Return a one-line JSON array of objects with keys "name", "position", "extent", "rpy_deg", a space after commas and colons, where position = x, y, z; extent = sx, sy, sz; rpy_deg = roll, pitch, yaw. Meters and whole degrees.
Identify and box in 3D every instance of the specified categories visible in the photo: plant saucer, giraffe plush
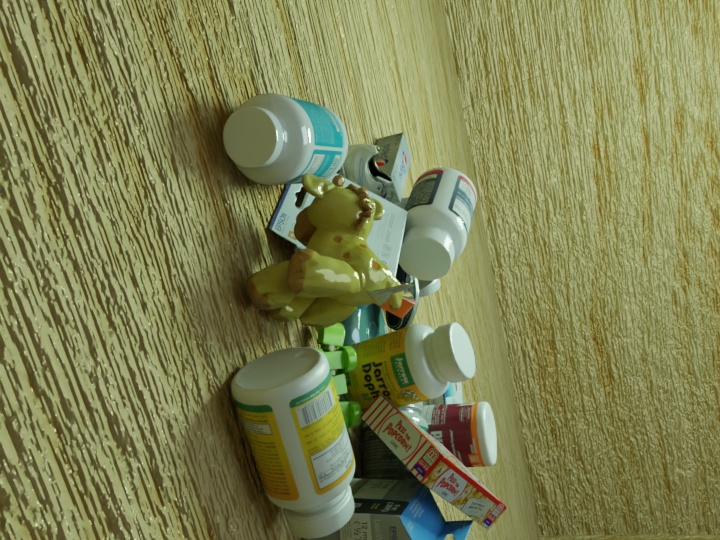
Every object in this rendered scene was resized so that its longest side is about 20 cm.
[{"name": "plant saucer", "position": [0.014, 0.124, 1.136], "extent": [0.200, 0.027, 0.200], "rpy_deg": [-8, 90, -70]}, {"name": "giraffe plush", "position": [-0.037, -0.033, 0.799], "extent": [0.173, 0.200, 0.162], "rpy_deg": [45, 36, -62]}]

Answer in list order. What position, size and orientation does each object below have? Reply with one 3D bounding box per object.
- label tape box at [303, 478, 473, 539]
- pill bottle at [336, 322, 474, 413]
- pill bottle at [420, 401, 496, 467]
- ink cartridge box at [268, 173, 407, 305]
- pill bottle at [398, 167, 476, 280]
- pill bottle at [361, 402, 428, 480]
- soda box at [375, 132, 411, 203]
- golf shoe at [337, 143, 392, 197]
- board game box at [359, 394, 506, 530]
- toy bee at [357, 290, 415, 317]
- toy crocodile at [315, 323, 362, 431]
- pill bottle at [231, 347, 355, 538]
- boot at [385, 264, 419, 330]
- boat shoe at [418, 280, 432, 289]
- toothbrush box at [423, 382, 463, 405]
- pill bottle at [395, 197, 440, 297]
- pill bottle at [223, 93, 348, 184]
[{"name": "label tape box", "position": [0.041, 0.333, 0.855], "extent": [0.143, 0.200, 0.066], "rpy_deg": [1, 83, -71]}, {"name": "pill bottle", "position": [0.065, 0.147, 0.957], "extent": [0.113, 0.200, 0.113], "rpy_deg": [41, 39, -44]}, {"name": "pill bottle", "position": [0.141, 0.304, 1.158], "extent": [0.114, 0.200, 0.114], "rpy_deg": [-9, 90, -71]}, {"name": "ink cartridge box", "position": [-0.032, -0.065, 0.951], "extent": [0.200, 0.041, 0.200], "rpy_deg": [28, 42, -12]}, {"name": "pill bottle", "position": [0.128, -0.079, 1.086], "extent": [0.200, 0.119, 0.120], "rpy_deg": [-66, 143, -48]}, {"name": "pill bottle", "position": [0.058, 0.303, 1.055], "extent": [0.113, 0.113, 0.200], "rpy_deg": [48, 38, -58]}, {"name": "soda box", "position": [0.060, -0.218, 1.354], "extent": [0.200, 0.063, 0.068], "rpy_deg": [-74, 148, -51]}, {"name": "golf shoe", "position": [0.014, -0.133, 1.138], "extent": [0.078, 0.097, 0.200], "rpy_deg": [-73, 150, -55]}, {"name": "board game box", "position": [0.104, 0.273, 0.898], "extent": [0.200, 0.046, 0.151], "rpy_deg": [46, -6, -40]}, {"name": "toy bee", "position": [0.000, 0.000, 1.028], "extent": [0.200, 0.131, 0.109], "rpy_deg": [49, 12, -40]}, {"name": "toy crocodile", "position": [-0.044, 0.170, 0.908], "extent": [0.067, 0.062, 0.200], "rpy_deg": [-1, 84, -31]}, {"name": "pill bottle", "position": [-0.069, 0.200, 0.731], "extent": [0.113, 0.113, 0.200], "rpy_deg": [-52, 131, -65]}, {"name": "boot", "position": [0.031, 0.003, 1.126], "extent": [0.154, 0.073, 0.204], "rpy_deg": [10, 82, -40]}, {"name": "boat shoe", "position": [0.091, 0.021, 1.250], "extent": [0.200, 0.067, 0.057], "rpy_deg": [122, -49, -62]}, {"name": "toothbrush box", "position": [0.173, 0.264, 1.448], "extent": [0.200, 0.085, 0.147], "rpy_deg": [26, 58, -69]}, {"name": "pill bottle", "position": [0.110, -0.047, 1.354], "extent": [0.112, 0.112, 0.200], "rpy_deg": [-62, 140, -60]}, {"name": "pill bottle", "position": [-0.096, -0.166, 0.810], "extent": [0.200, 0.111, 0.111], "rpy_deg": [-25, 106, -71]}]
